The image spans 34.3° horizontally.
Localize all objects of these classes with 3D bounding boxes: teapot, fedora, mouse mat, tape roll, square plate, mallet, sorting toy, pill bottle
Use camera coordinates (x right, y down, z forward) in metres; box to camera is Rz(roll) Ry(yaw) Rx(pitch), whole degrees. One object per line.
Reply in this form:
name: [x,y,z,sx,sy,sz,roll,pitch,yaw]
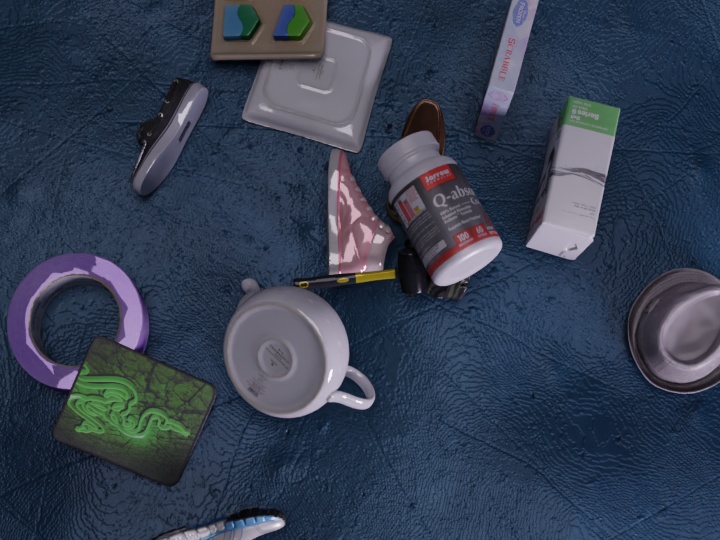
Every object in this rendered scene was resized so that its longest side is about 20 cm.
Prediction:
teapot: [-0.091,0.110,1.683,0.194,0.146,0.204,-7,98,23]
fedora: [0.493,0.082,1.724,0.199,0.090,0.177,-40,81,-10]
mouse mat: [-0.323,0.204,1.678,0.198,0.008,0.163,25,86,-14]
tape roll: [-0.414,0.079,1.717,0.196,0.066,0.204,0,76,-2]
square plate: [-0.067,-0.306,1.835,0.195,0.028,0.203,16,77,2]
mallet: [0.000,0.000,1.708,0.196,0.041,0.067,0,103,-3]
sorting toy: [-0.143,-0.423,1.835,0.182,0.037,0.203,1,71,8]
pill bottle: [0.110,-0.091,1.676,0.115,0.116,0.202,-27,75,-7]

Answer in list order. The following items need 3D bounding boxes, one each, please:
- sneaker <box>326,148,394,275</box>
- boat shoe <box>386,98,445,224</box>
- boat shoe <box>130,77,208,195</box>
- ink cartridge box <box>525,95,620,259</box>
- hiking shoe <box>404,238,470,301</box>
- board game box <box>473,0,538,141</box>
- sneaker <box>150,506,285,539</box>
sneaker: [-0.001,-0.083,1.761,0.103,0.075,0.204,-1,81,-2]
boat shoe: [0.089,-0.172,1.786,0.071,0.068,0.203,14,77,2]
boat shoe: [-0.308,-0.211,1.788,0.065,0.070,0.202,24,77,12]
ink cartridge box: [0.316,-0.135,1.743,0.083,0.146,0.203,14,76,1]
hiking shoe: [0.117,-0.057,1.756,0.099,0.076,0.204,3,77,-4]
board game box: [0.223,-0.324,1.758,0.040,0.200,0.203,15,76,3]
sneaker: [-0.196,0.394,1.653,0.197,0.075,0.088,-17,88,0]
